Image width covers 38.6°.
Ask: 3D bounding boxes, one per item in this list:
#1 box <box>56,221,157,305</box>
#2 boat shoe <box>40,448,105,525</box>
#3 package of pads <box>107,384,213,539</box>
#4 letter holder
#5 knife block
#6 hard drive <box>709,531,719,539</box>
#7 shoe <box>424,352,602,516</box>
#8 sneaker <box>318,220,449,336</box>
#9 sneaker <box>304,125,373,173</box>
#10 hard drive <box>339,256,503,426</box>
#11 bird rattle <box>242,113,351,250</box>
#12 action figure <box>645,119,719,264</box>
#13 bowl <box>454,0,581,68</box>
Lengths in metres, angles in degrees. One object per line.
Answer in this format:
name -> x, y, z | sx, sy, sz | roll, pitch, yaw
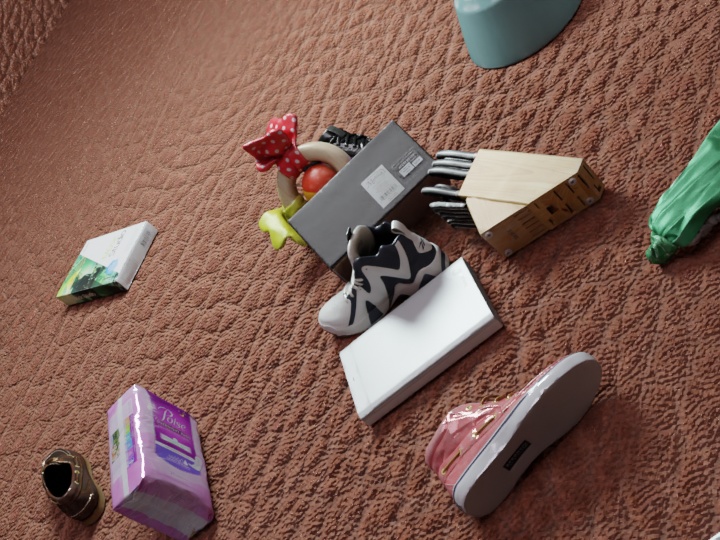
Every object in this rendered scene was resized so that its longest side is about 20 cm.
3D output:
box -> -0.486, -0.012, 1.971 | 0.200, 0.036, 0.144 | -14, 44, 41
boat shoe -> -0.442, 0.309, 1.540 | 0.070, 0.070, 0.200 | -54, 32, -11
package of pads -> -0.265, 0.252, 1.352 | 0.076, 0.120, 0.200 | -44, 32, 13
letter holder -> 0.024, -0.082, 1.425 | 0.200, 0.142, 0.101 | -44, 64, 2
knife block -> 0.177, -0.114, 1.270 | 0.200, 0.064, 0.176 | -33, 47, 20
hard drive -> 0.294, 0.266, 0.774 | 0.200, 0.042, 0.135 | -41, 33, 8
shoe -> 0.149, 0.147, 1.040 | 0.200, 0.071, 0.091 | -50, 38, 3
sneaker -> 0.000, 0.000, 1.317 | 0.199, 0.130, 0.080 | -24, 38, 31
sneaker -> -0.015, -0.174, 1.535 | 0.200, 0.100, 0.070 | -17, 17, 38
hard drive -> 0.068, 0.084, 1.245 | 0.200, 0.026, 0.132 | -39, 33, 12
bird rattle -> -0.077, -0.132, 1.521 | 0.163, 0.200, 0.113 | 0, 9, 16
action figure -> 0.365, -0.086, 1.067 | 0.200, 0.055, 0.118 | -50, 33, 7
bowl -> 0.220, -0.411, 1.538 | 0.201, 0.105, 0.201 | -29, 37, 24
